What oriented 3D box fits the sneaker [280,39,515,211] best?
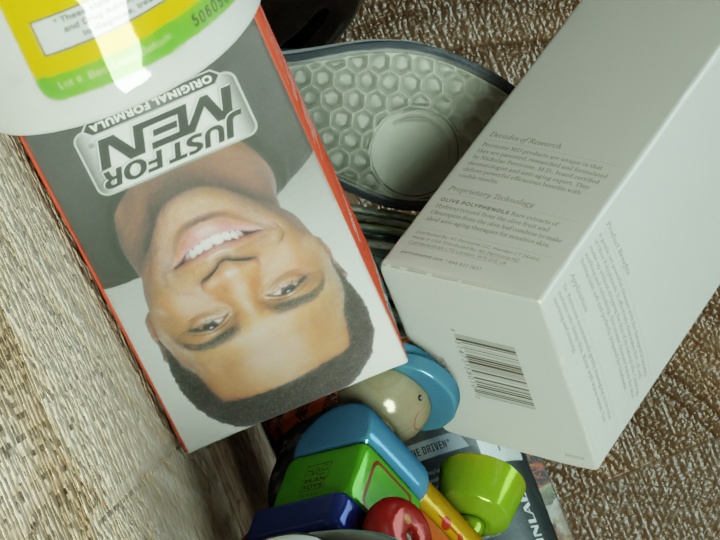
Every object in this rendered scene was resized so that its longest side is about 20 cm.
[{"bbox_3d":[-0.023,-0.076,1.340,0.146,0.201,0.077,-115,-149,-80],"label":"sneaker"}]

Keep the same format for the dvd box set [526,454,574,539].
[{"bbox_3d":[0.058,0.174,1.530,0.200,0.029,0.147,-4,70,-55],"label":"dvd box set"}]

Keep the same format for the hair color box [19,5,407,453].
[{"bbox_3d":[-0.062,-0.033,1.133,0.061,0.101,0.200,-110,175,-52],"label":"hair color box"}]

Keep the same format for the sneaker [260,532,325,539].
[{"bbox_3d":[-0.008,0.189,0.960,0.200,0.080,0.086,60,15,3],"label":"sneaker"}]

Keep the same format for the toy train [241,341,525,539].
[{"bbox_3d":[0.042,0.129,1.221,0.200,0.084,0.116,47,45,-30],"label":"toy train"}]

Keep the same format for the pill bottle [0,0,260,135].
[{"bbox_3d":[-0.117,-0.155,0.948,0.111,0.111,0.200,-106,173,-63],"label":"pill bottle"}]

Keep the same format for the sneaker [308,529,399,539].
[{"bbox_3d":[0.005,0.166,1.053,0.200,0.083,0.121,-120,-172,-47],"label":"sneaker"}]

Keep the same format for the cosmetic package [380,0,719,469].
[{"bbox_3d":[0.105,-0.027,1.248,0.200,0.085,0.108,-53,139,-32],"label":"cosmetic package"}]

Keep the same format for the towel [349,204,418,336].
[{"bbox_3d":[0.000,0.000,1.379,0.200,0.171,0.048,46,54,-81],"label":"towel"}]

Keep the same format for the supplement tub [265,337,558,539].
[{"bbox_3d":[0.033,0.139,1.358,0.123,0.122,0.201,53,16,-77],"label":"supplement tub"}]

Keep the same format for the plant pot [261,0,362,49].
[{"bbox_3d":[-0.068,-0.196,1.476,0.198,0.200,0.201,-87,156,-64],"label":"plant pot"}]
